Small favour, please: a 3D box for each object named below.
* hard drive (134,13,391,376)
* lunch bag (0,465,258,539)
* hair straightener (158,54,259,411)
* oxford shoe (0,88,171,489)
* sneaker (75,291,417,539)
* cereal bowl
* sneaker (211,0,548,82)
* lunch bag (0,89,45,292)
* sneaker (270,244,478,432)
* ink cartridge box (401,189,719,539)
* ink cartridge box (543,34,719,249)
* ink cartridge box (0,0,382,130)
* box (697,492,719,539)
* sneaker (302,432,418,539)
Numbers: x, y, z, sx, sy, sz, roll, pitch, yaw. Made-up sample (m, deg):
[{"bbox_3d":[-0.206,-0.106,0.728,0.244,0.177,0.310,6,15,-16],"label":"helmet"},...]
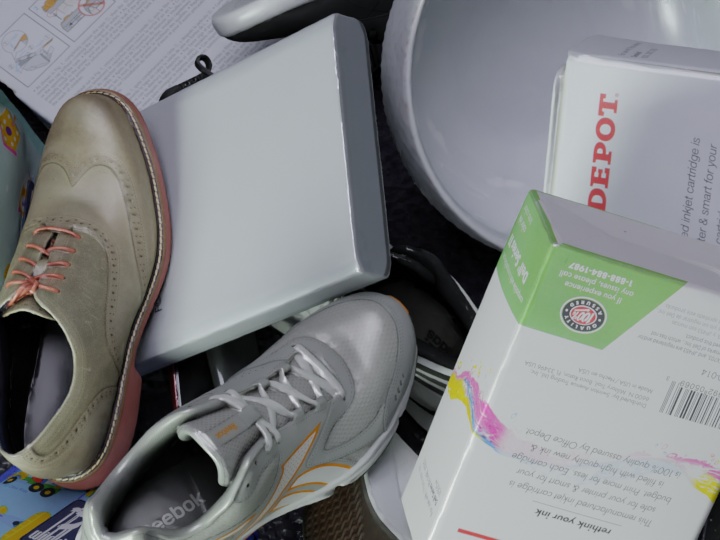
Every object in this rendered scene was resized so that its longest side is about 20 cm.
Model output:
[{"bbox_3d":[-0.069,-0.031,1.309,0.200,0.026,0.132,-22,66,40],"label":"hard drive"},{"bbox_3d":[-0.151,0.168,1.273,0.151,0.094,0.200,10,44,38],"label":"lunch bag"},{"bbox_3d":[-0.068,-0.019,1.354,0.077,0.041,0.200,-19,68,41],"label":"hair straightener"},{"bbox_3d":[-0.140,0.004,1.289,0.070,0.075,0.200,-3,78,23],"label":"oxford shoe"},{"bbox_3d":[-0.047,0.077,1.200,0.076,0.092,0.200,42,71,14],"label":"sneaker"},{"bbox_3d":[0.097,-0.104,1.354,0.200,0.200,0.083,-40,22,-13],"label":"cereal bowl"},{"bbox_3d":[0.025,-0.126,1.400,0.200,0.099,0.071,-18,15,-14],"label":"sneaker"},{"bbox_3d":[-0.219,-0.041,1.366,0.122,0.170,0.200,-35,61,-2],"label":"lunch bag"},{"bbox_3d":[0.000,0.000,1.334,0.200,0.115,0.076,36,72,26],"label":"sneaker"},{"bbox_3d":[0.093,0.079,1.145,0.117,0.200,0.067,17,20,-14],"label":"ink cartridge box"},{"bbox_3d":[0.186,-0.022,1.192,0.200,0.085,0.145,9,105,12],"label":"ink cartridge box"},{"bbox_3d":[-0.110,-0.126,1.468,0.200,0.057,0.163,34,71,30],"label":"ink cartridge box"},{"bbox_3d":[0.194,0.182,1.176,0.137,0.040,0.200,17,74,-19],"label":"box"},{"bbox_3d":[0.028,0.133,1.265,0.085,0.073,0.200,16,20,-21],"label":"sneaker"}]
